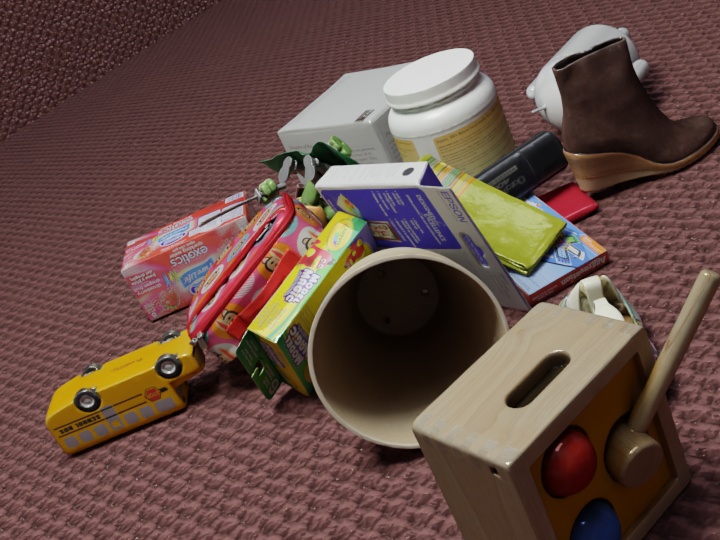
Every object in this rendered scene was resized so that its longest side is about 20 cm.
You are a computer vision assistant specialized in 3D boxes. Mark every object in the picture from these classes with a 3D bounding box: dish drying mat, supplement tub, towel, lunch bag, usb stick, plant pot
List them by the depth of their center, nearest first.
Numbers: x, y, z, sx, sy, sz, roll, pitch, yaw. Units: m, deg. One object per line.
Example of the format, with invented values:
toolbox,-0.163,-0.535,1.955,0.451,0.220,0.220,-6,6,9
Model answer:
plant pot,0.043,0.053,0.978,0.187,0.188,0.200,-23,13,4
towel,0.130,-0.069,1.114,0.200,0.018,0.086,29,67,27
lunch bag,-0.122,0.011,1.135,0.200,0.082,0.176,-51,16,7
usb stick,0.165,-0.100,1.167,0.200,0.056,0.033,-34,7,-12
dish drying mat,0.186,-0.049,1.184,0.199,0.018,0.077,-25,30,-1
supplement tub,0.121,-0.168,1.247,0.144,0.201,0.145,-19,27,11

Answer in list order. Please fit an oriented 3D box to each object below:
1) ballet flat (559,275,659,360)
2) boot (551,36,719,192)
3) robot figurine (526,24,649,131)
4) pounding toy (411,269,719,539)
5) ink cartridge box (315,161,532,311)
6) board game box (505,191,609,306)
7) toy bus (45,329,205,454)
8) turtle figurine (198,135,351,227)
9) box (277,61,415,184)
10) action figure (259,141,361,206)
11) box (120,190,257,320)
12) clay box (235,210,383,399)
ballet flat,0.231,0.049,0.910,0.069,0.071,0.200,-24,27,5
boot,0.330,-0.196,1.149,0.199,0.167,0.072,-20,26,-7
robot figurine,0.317,-0.267,1.353,0.169,0.113,0.200,2,37,44
pounding toy,0.170,0.117,0.715,0.200,0.185,0.142,-39,30,-25
ink cartridge box,0.076,-0.037,1.058,0.200,0.198,0.043,7,55,45
board game box,0.191,-0.036,1.127,0.103,0.019,0.200,-30,34,-6
toy bus,-0.278,0.145,1.164,0.199,0.078,0.065,-23,26,5
turtle figurine,-0.064,-0.069,1.271,0.194,0.200,0.144,-49,67,14
box,0.019,-0.215,1.497,0.199,0.131,0.199,1,37,41
action figure,-0.013,-0.103,1.178,0.118,0.200,0.055,2,82,39
box,-0.236,-0.022,1.405,0.199,0.096,0.100,-23,26,4
clay box,-0.048,0.047,1.067,0.047,0.115,0.200,21,64,31
